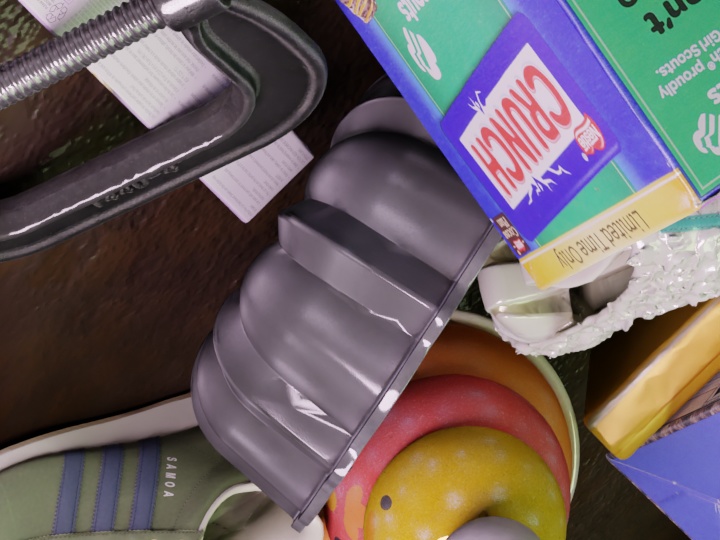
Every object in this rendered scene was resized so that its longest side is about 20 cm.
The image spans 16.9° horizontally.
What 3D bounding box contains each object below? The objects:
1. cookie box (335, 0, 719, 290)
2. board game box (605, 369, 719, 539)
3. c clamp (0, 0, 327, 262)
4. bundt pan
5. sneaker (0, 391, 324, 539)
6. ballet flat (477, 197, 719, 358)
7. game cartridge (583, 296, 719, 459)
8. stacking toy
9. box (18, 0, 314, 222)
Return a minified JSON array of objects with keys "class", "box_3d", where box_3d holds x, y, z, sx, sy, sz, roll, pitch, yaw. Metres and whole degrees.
[{"class":"cookie box","box_3d":[0.051,-0.104,0.779,0.075,0.200,0.171,-35,179,-15]},{"class":"board game box","box_3d":[0.238,0.037,1.155,0.200,0.097,0.159,-48,-176,-24]},{"class":"c clamp","box_3d":[-0.099,-0.060,0.814,0.200,0.027,0.171,-27,155,20]},{"class":"bundt pan","box_3d":[0.000,0.000,0.961,0.202,0.076,0.202,-58,179,-1]},{"class":"sneaker","box_3d":[-0.101,0.114,1.015,0.200,0.090,0.067,-20,141,-37]},{"class":"ballet flat","box_3d":[0.085,-0.005,0.972,0.072,0.072,0.200,-28,179,-27]},{"class":"game cartridge","box_3d":[0.191,-0.004,1.180,0.200,0.032,0.176,-43,-176,13]},{"class":"stacking toy","box_3d":[0.043,0.103,1.040,0.146,0.146,0.200,-47,-166,2]},{"class":"box","box_3d":[-0.076,-0.079,0.867,0.041,0.039,0.200,-44,150,1]}]
